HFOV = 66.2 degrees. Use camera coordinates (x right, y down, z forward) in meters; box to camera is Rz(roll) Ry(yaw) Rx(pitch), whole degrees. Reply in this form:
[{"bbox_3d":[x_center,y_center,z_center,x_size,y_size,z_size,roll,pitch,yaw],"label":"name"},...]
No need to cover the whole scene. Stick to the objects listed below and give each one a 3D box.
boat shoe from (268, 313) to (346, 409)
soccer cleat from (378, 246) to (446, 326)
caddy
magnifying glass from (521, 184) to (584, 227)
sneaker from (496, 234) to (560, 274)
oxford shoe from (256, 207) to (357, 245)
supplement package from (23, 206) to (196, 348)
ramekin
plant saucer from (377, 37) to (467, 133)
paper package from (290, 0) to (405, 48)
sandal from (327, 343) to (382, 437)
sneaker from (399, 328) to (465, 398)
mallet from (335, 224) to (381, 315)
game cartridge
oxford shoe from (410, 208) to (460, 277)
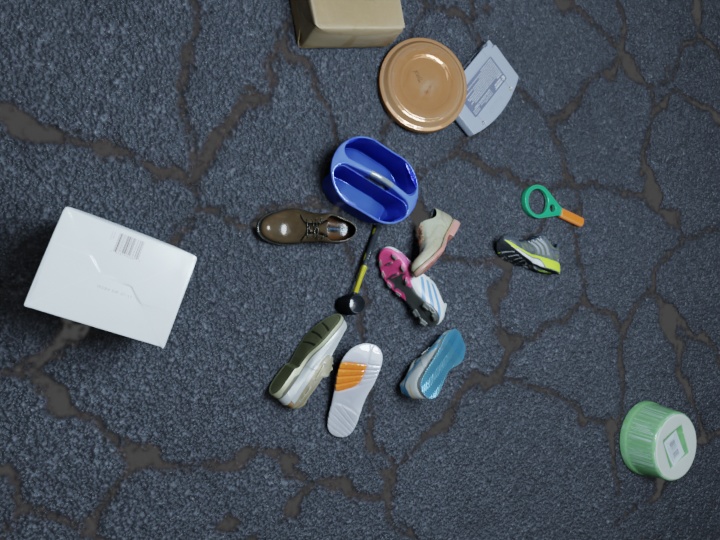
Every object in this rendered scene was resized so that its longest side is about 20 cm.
[{"bbox_3d":[-0.090,0.176,1.073,0.068,0.075,0.200,45,79,-25],"label":"boat shoe"},{"bbox_3d":[0.112,0.027,1.176,0.201,0.070,0.086,55,39,-7],"label":"soccer cleat"},{"bbox_3d":[0.022,-0.176,1.101,0.199,0.105,0.142,27,80,-23],"label":"caddy"},{"bbox_3d":[0.478,-0.151,1.371,0.199,0.022,0.080,18,82,-23],"label":"magnifying glass"},{"bbox_3d":[0.400,-0.051,1.311,0.199,0.074,0.082,19,75,-32],"label":"sneaker"},{"bbox_3d":[-0.098,-0.086,1.058,0.198,0.084,0.073,-4,93,-24],"label":"oxford shoe"},{"bbox_3d":[-0.382,0.013,0.856,0.190,0.200,0.148,23,80,-24],"label":"supplement package"},{"bbox_3d":[0.804,0.460,1.484,0.198,0.097,0.202,0,90,-26],"label":"ramekin"},{"bbox_3d":[0.135,-0.396,1.175,0.198,0.032,0.202,1,87,-14],"label":"plant saucer"},{"bbox_3d":[-0.032,-0.543,1.078,0.198,0.103,0.193,-12,94,-24],"label":"paper package"},{"bbox_3d":[-0.021,0.233,1.115,0.079,0.059,0.208,19,103,-8],"label":"sandal"},{"bbox_3d":[0.157,0.195,1.189,0.200,0.080,0.077,-41,106,-40],"label":"sneaker"},{"bbox_3d":[0.000,0.000,1.136,0.041,0.066,0.202,28,64,-24],"label":"mallet"},{"bbox_3d":[0.275,-0.409,1.263,0.133,0.041,0.200,44,73,-16],"label":"game cartridge"},{"bbox_3d":[0.141,-0.059,1.165,0.074,0.071,0.200,39,44,0],"label":"oxford shoe"}]
